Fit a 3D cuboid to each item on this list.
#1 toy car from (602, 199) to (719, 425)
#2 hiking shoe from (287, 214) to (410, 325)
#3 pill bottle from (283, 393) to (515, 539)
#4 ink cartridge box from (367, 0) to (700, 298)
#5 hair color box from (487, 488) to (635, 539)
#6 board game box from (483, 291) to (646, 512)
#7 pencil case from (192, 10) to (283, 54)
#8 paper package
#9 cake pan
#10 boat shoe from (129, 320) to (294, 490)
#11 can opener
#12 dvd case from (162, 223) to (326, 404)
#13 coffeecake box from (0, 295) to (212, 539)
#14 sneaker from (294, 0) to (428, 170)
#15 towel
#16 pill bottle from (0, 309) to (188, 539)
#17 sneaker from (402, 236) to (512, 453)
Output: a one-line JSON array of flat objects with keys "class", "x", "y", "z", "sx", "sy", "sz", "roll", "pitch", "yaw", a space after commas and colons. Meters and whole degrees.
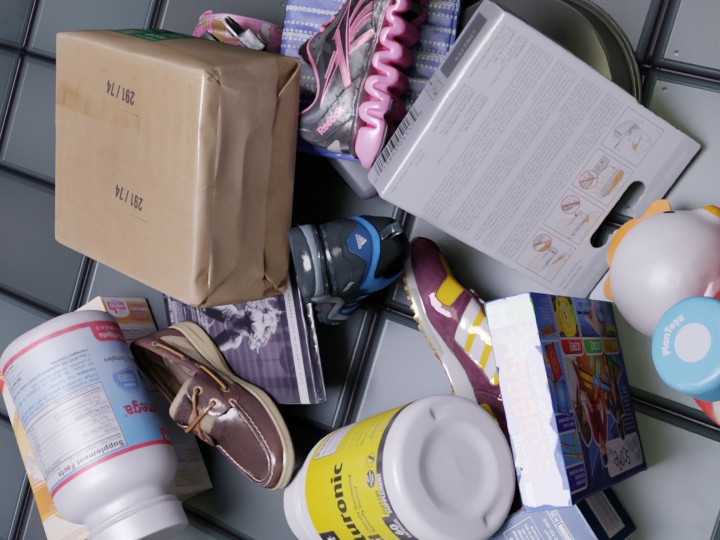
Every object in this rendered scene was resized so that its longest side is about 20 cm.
[{"class": "toy car", "x": 0.249, "y": -0.002, "z": 0.749, "sx": 0.200, "sy": 0.184, "sz": 0.178, "roll": 40, "pitch": 106, "yaw": 48}, {"class": "hiking shoe", "x": 0.000, "y": 0.000, "z": 0.859, "sx": 0.086, "sy": 0.200, "sz": 0.075, "roll": -13, "pitch": 86, "yaw": 3}, {"class": "pill bottle", "x": 0.020, "y": 0.169, "z": 0.840, "sx": 0.200, "sy": 0.111, "sz": 0.112, "roll": -31, "pitch": 70, "yaw": 55}, {"class": "ink cartridge box", "x": 0.130, "y": -0.084, "z": 0.817, "sx": 0.163, "sy": 0.199, "sz": 0.057, "roll": -55, "pitch": 28, "yaw": 18}, {"class": "hair color box", "x": 0.105, "y": 0.232, "z": 0.830, "sx": 0.200, "sy": 0.100, "sz": 0.061, "roll": -38, "pitch": 72, "yaw": 20}, {"class": "board game box", "x": 0.150, "y": 0.087, "z": 0.759, "sx": 0.034, "sy": 0.200, "sz": 0.136, "roll": -15, "pitch": 80, "yaw": 26}, {"class": "pencil case", "x": -0.116, "y": -0.131, "z": 0.980, "sx": 0.082, "sy": 0.086, "sz": 0.202, "roll": 4, "pitch": 88, "yaw": 49}, {"class": "paper package", "x": -0.150, "y": -0.091, "z": 0.868, "sx": 0.199, "sy": 0.103, "sz": 0.192, "roll": 20, "pitch": 112, "yaw": 40}, {"class": "cake pan", "x": 0.126, "y": -0.135, "z": 0.877, "sx": 0.199, "sy": 0.037, "sz": 0.202, "roll": -2, "pitch": 86, "yaw": 28}, {"class": "boat shoe", "x": -0.134, "y": 0.118, "z": 0.930, "sx": 0.200, "sy": 0.072, "sz": 0.072, "roll": 46, "pitch": 126, "yaw": 33}, {"class": "can opener", "x": -0.061, "y": -0.133, "z": 0.925, "sx": 0.067, "sy": 0.053, "sz": 0.200, "roll": -40, "pitch": 94, "yaw": 8}, {"class": "dvd case", "x": -0.111, "y": 0.044, "z": 0.959, "sx": 0.199, "sy": 0.016, "sz": 0.150, "roll": -8, "pitch": 91, "yaw": 46}, {"class": "coffeecake box", "x": -0.251, "y": 0.148, "z": 1.038, "sx": 0.153, "sy": 0.073, "sz": 0.201, "roll": -30, "pitch": 73, "yaw": 23}, {"class": "sneaker", "x": -0.003, "y": -0.184, "z": 0.842, "sx": 0.095, "sy": 0.079, "sz": 0.202, "roll": 12, "pitch": 88, "yaw": 17}, {"class": "towel", "x": 0.007, "y": -0.189, "z": 0.883, "sx": 0.144, "sy": 0.024, "sz": 0.202, "roll": 9, "pitch": 89, "yaw": 5}, {"class": "pill bottle", "x": -0.224, "y": 0.144, "z": 0.923, "sx": 0.108, "sy": 0.109, "sz": 0.201, "roll": -35, "pitch": 73, "yaw": 22}, {"class": "sneaker", "x": 0.105, "y": 0.054, "z": 0.864, "sx": 0.090, "sy": 0.075, "sz": 0.201, "roll": -26, "pitch": 81, "yaw": 15}]
